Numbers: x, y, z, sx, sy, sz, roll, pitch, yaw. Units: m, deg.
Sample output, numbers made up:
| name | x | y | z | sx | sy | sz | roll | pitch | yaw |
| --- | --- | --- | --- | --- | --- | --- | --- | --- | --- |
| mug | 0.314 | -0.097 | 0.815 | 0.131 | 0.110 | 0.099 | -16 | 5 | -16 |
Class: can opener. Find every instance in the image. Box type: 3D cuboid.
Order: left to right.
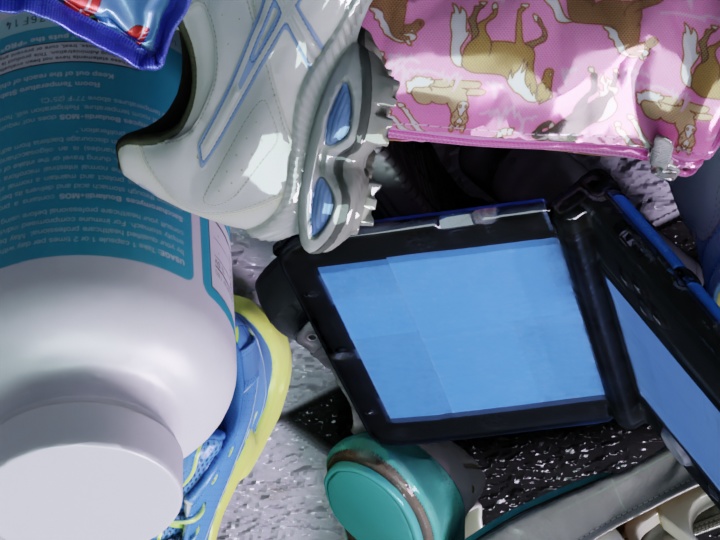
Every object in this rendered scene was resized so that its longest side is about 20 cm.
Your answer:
| name | x | y | z | sx | sy | sz | roll | pitch | yaw |
| --- | --- | --- | --- | --- | --- | --- | --- | --- | --- |
| can opener | 0.125 | -0.016 | 1.099 | 0.067 | 0.053 | 0.200 | -51 | 130 | 3 |

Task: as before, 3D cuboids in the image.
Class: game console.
| name | x | y | z | sx | sy | sz | roll | pitch | yaw |
| --- | --- | --- | --- | --- | --- | --- | --- | --- | --- |
| game console | 0.078 | 0.058 | 1.036 | 0.118 | 0.171 | 0.200 | -35 | 152 | -5 |

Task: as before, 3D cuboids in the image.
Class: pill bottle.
| name | x | y | z | sx | sy | sz | roll | pitch | yaw |
| --- | --- | --- | --- | --- | --- | --- | --- | --- | --- |
| pill bottle | -0.100 | -0.001 | 0.956 | 0.110 | 0.201 | 0.111 | -3 | 142 | -2 |

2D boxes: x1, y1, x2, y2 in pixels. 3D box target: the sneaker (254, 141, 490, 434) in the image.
| name | x | y | z | sx | sy | sz | roll | pitch | yaw |
| --- | --- | --- | --- | --- | --- | --- | --- | --- | --- |
| sneaker | -0.001 | -0.003 | 1.077 | 0.104 | 0.060 | 0.200 | -22 | 147 | 17 |

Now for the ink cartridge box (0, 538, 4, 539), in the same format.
| name | x | y | z | sx | sy | sz | roll | pitch | yaw |
| --- | --- | --- | --- | --- | --- | --- | --- | --- | --- |
| ink cartridge box | -0.202 | 0.053 | 1.073 | 0.199 | 0.129 | 0.125 | -23 | 138 | 21 |

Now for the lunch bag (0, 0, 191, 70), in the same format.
| name | x | y | z | sx | sy | sz | roll | pitch | yaw |
| --- | --- | --- | --- | --- | --- | --- | --- | --- | --- |
| lunch bag | -0.060 | -0.184 | 0.767 | 0.094 | 0.151 | 0.200 | 14 | 138 | -23 |

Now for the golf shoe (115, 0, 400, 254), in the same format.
| name | x | y | z | sx | sy | sz | roll | pitch | yaw |
| --- | --- | --- | --- | --- | --- | --- | --- | --- | --- |
| golf shoe | -0.027 | -0.109 | 0.869 | 0.097 | 0.078 | 0.201 | 11 | 96 | -3 |

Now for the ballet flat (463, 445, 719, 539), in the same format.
| name | x | y | z | sx | sy | sz | roll | pitch | yaw |
| --- | --- | --- | --- | --- | --- | --- | --- | --- | --- |
| ballet flat | 0.129 | 0.113 | 1.186 | 0.199 | 0.064 | 0.067 | -27 | 151 | -8 |

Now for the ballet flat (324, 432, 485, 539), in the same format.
| name | x | y | z | sx | sy | sz | roll | pitch | yaw |
| --- | --- | --- | --- | --- | --- | --- | --- | --- | --- |
| ballet flat | 0.025 | 0.116 | 1.236 | 0.067 | 0.070 | 0.200 | 35 | 154 | 23 |

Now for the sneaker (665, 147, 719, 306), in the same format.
| name | x | y | z | sx | sy | sz | roll | pitch | yaw |
| --- | --- | --- | --- | --- | --- | --- | --- | --- | --- |
| sneaker | 0.206 | 0.006 | 1.057 | 0.199 | 0.131 | 0.080 | 15 | 137 | -24 |

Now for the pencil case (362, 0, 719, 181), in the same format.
| name | x | y | z | sx | sy | sz | roll | pitch | yaw |
| --- | --- | --- | --- | --- | --- | --- | --- | --- | --- |
| pencil case | 0.039 | -0.084 | 0.957 | 0.199 | 0.087 | 0.083 | 4 | 128 | -8 |

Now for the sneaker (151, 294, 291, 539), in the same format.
| name | x | y | z | sx | sy | sz | roll | pitch | yaw |
| --- | --- | --- | --- | --- | --- | --- | --- | --- | --- |
| sneaker | -0.092 | 0.097 | 1.090 | 0.075 | 0.201 | 0.105 | 19 | 172 | 9 |
